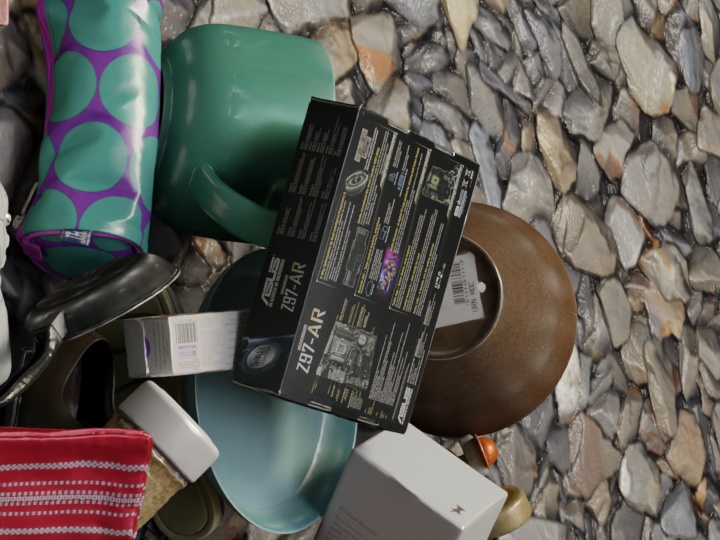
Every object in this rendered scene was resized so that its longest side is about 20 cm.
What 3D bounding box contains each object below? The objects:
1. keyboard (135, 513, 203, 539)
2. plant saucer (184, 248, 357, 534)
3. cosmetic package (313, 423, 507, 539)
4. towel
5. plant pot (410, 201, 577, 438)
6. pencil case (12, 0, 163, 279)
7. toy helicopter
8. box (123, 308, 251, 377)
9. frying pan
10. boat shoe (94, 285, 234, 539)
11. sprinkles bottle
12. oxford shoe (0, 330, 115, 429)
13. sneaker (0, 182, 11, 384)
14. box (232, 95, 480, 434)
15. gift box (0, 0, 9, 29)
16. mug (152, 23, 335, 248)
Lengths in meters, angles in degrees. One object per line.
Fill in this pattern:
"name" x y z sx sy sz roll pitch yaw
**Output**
"keyboard" -0.142 0.226 1.717 0.200 0.021 0.127 48 47 -36
"plant saucer" -0.066 0.085 1.732 0.200 0.027 0.201 13 75 -57
"cosmetic package" 0.017 0.220 1.780 0.071 0.101 0.200 -28 147 -52
"towel" -0.206 0.187 1.495 0.144 0.022 0.200 4 105 -26
"plant pot" 0.067 0.027 1.841 0.200 0.187 0.187 47 39 -81
"pencil case" -0.184 -0.100 1.674 0.092 0.085 0.200 7 72 -14
"toy helicopter" 0.070 0.167 1.863 0.132 0.200 0.079 -31 109 -26
"box" -0.083 0.046 1.651 0.200 0.039 0.042 -5 91 -57
"frying pan" -0.197 0.036 1.579 0.190 0.115 0.031 -34 103 -37
"boat shoe" -0.134 0.086 1.722 0.068 0.075 0.200 -31 110 -64
"sprinkles bottle" -0.182 0.160 1.550 0.200 0.068 0.068 -44 125 -7
"oxford shoe" -0.196 0.133 1.609 0.073 0.084 0.200 17 71 -53
"sneaker" -0.253 -0.021 1.577 0.087 0.074 0.200 -21 101 -60
"box" 0.000 0.000 1.670 0.160 0.043 0.200 20 84 -54
"gift box" -0.306 -0.190 1.435 0.200 0.187 0.185 15 68 -36
"mug" -0.091 -0.096 1.721 0.114 0.185 0.152 8 91 -19
